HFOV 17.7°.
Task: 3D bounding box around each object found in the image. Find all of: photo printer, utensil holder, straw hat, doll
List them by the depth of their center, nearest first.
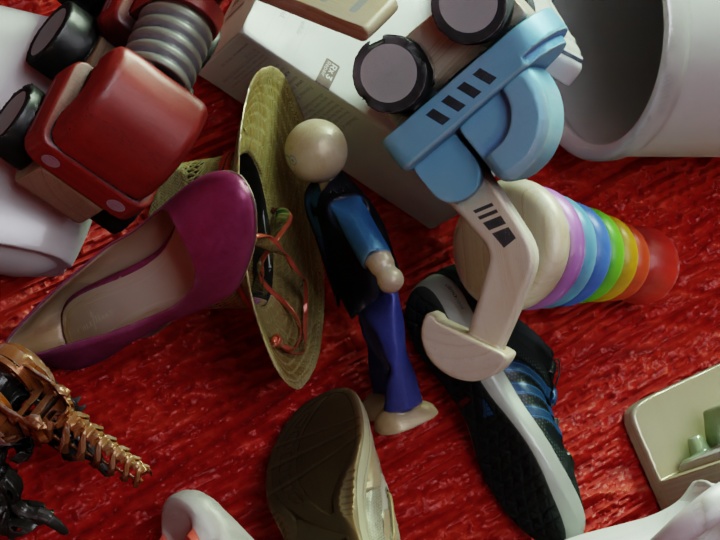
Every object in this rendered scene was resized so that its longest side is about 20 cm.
[{"bbox_3d":[-0.250,-0.085,1.393,0.199,0.069,0.167,12,70,-23],"label":"photo printer"},{"bbox_3d":[-0.086,-0.023,1.442,0.085,0.201,0.202,-5,73,14],"label":"straw hat"},{"bbox_3d":[0.000,0.000,1.451,0.048,0.136,0.201,-19,103,-10],"label":"doll"},{"bbox_3d":[0.243,-0.159,1.610,0.199,0.170,0.171,0,75,-30],"label":"utensil holder"}]

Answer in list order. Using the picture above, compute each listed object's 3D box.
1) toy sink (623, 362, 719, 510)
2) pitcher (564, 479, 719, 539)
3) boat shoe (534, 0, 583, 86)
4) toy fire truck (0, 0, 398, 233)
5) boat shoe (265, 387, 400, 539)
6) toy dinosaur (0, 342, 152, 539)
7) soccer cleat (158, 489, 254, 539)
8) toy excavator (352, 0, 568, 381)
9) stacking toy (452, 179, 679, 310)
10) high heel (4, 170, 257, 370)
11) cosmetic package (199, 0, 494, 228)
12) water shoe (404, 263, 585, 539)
[{"bbox_3d":[0.291,0.153,1.571,0.130,0.112,0.201,-20,85,-30],"label":"toy sink"},{"bbox_3d":[0.161,0.205,1.436,0.200,0.172,0.121,-35,66,-2],"label":"pitcher"},{"bbox_3d":[0.096,-0.202,1.533,0.074,0.202,0.086,25,107,-43],"label":"boat shoe"},{"bbox_3d":[-0.095,-0.123,1.334,0.129,0.200,0.176,35,56,-23],"label":"toy fire truck"},{"bbox_3d":[-0.010,0.156,1.420,0.065,0.072,0.200,52,19,-36],"label":"boat shoe"},{"bbox_3d":[-0.208,0.085,1.322,0.102,0.136,0.200,-34,50,-15],"label":"toy dinosaur"},{"bbox_3d":[-0.053,0.212,1.412,0.078,0.069,0.200,-36,100,-35],"label":"soccer cleat"},{"bbox_3d":[0.075,-0.060,1.422,0.194,0.100,0.200,-41,82,12],"label":"toy excavator"},{"bbox_3d":[0.150,-0.007,1.541,0.200,0.085,0.086,10,69,-52],"label":"stacking toy"},{"bbox_3d":[-0.135,0.002,1.352,0.096,0.200,0.068,-15,79,-35],"label":"high heel"},{"bbox_3d":[0.006,-0.131,1.528,0.200,0.081,0.113,31,63,-15],"label":"cosmetic package"},{"bbox_3d":[0.108,0.083,1.523,0.079,0.071,0.201,-28,89,-32],"label":"water shoe"}]
